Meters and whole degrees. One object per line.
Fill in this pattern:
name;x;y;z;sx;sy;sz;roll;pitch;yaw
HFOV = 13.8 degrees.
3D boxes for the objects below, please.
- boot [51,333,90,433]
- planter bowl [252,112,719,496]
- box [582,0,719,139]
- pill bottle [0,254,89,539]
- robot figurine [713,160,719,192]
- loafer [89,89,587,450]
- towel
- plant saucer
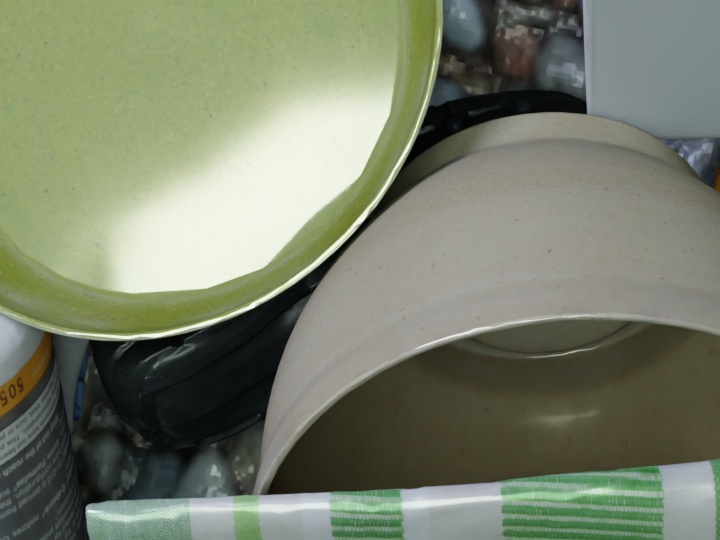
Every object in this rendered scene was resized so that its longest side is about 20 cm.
boot;-0.121;-0.041;1.076;0.095;0.074;0.201;12;104;1
planter bowl;0.064;0.036;0.965;0.199;0.135;0.201;-1;135;-1
box;0.171;-0.121;0.972;0.199;0.098;0.125;-2;57;4
pill bottle;-0.151;0.097;1.032;0.116;0.116;0.201;-3;120;8
robot figurine;0.177;0.013;1.038;0.144;0.058;0.201;6;95;10
loafer;0.000;0.000;1.063;0.200;0.070;0.068;-28;49;-3
towel;0.024;0.115;0.935;0.199;0.023;0.153;-4;135;3
plant saucer;-0.065;-0.070;0.984;0.199;0.031;0.201;-5;72;17
